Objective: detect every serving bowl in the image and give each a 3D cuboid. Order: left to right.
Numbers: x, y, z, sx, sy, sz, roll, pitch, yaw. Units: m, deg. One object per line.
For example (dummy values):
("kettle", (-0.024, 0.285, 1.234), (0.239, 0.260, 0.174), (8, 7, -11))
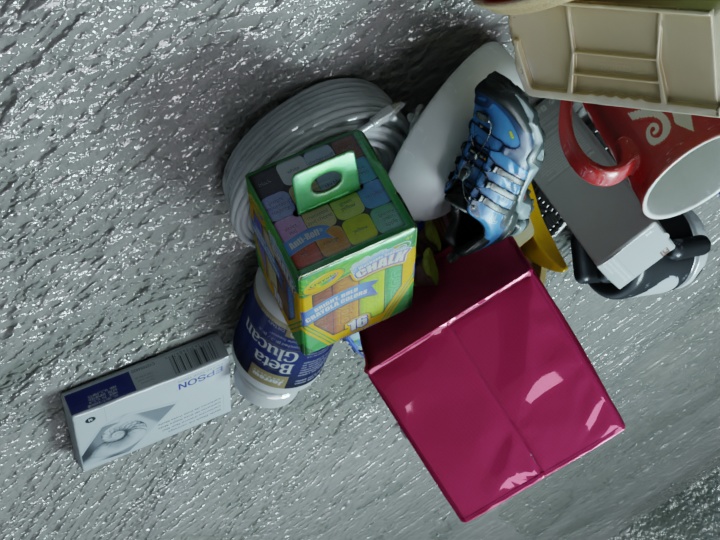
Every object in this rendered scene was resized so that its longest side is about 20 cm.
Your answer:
("serving bowl", (0.105, -0.126, 1.483), (0.200, 0.066, 0.200), (-51, 168, -15))

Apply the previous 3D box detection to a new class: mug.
("mug", (0.284, -0.174, 1.520), (0.177, 0.201, 0.133), (3, 140, -46))

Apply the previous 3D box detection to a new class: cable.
("cable", (-0.043, -0.102, 1.466), (0.199, 0.070, 0.200), (-20, 153, -18))

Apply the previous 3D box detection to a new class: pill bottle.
("pill bottle", (-0.084, 0.070, 1.675), (0.110, 0.112, 0.201), (-14, 150, -28))

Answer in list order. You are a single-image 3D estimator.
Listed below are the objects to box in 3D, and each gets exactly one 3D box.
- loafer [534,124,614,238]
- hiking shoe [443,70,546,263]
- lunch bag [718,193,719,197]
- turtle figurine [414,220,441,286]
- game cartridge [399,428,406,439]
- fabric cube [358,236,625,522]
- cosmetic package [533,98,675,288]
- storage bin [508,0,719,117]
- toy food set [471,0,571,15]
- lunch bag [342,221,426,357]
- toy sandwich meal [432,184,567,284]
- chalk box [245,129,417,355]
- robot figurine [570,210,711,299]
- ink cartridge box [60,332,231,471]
("loafer", (0.261, -0.119, 1.761), (0.200, 0.073, 0.071), (-42, -175, 21))
("hiking shoe", (0.120, -0.091, 1.382), (0.086, 0.074, 0.201), (-35, 142, -26))
("lunch bag", (0.561, -0.166, 1.895), (0.169, 0.128, 0.200), (-13, 159, -29))
("turtle figurine", (0.000, 0.000, 1.531), (0.160, 0.200, 0.065), (-8, 117, 15))
("game cartridge", (0.159, 0.182, 2.208), (0.129, 0.039, 0.200), (8, 135, -46))
("fabric cube", (0.126, 0.099, 1.537), (0.199, 0.200, 0.196), (-32, -162, 6))
("cosmetic package", (0.252, -0.088, 1.636), (0.090, 0.201, 0.107), (-35, 153, 12))
("storage bin", (0.263, -0.230, 1.327), (0.200, 0.197, 0.094), (-43, 133, -43))
("toy food set", (0.178, -0.279, 1.276), (0.197, 0.200, 0.049), (-29, 113, -5))
("lunch bag", (0.052, 0.014, 1.753), (0.199, 0.083, 0.161), (-32, 151, 2))
("toy sandwich meal", (0.152, -0.031, 1.658), (0.204, 0.207, 0.070), (-7, 177, -38))
("chalk box", (-0.026, -0.036, 1.380), (0.124, 0.124, 0.200), (-23, 153, -11))
("robot figurine", (0.366, -0.025, 1.944), (0.199, 0.150, 0.125), (-7, 131, -37))
("ink cartridge box", (-0.249, 0.171, 1.766), (0.198, 0.041, 0.201), (-22, 153, -16))
